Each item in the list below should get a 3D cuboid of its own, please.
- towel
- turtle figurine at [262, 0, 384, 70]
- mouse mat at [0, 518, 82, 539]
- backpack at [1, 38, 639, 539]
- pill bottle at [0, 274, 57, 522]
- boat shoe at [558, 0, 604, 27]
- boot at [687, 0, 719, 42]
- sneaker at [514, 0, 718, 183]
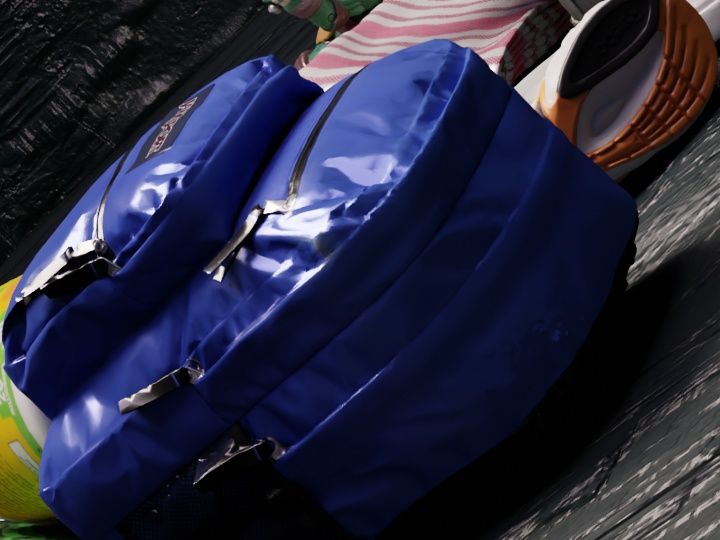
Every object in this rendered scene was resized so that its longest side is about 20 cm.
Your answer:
[{"bbox_3d":[0.059,-0.144,1.405,0.146,0.030,0.200,-5,26,36],"label":"towel"},{"bbox_3d":[-0.015,-0.168,1.623,0.201,0.100,0.150,-64,-11,19],"label":"turtle figurine"},{"bbox_3d":[-0.147,0.126,1.155,0.200,0.160,0.008,-161,71,-79],"label":"mouse mat"},{"bbox_3d":[-0.014,0.014,0.897,0.200,0.168,0.163,-35,21,36],"label":"backpack"},{"bbox_3d":[-0.143,0.058,1.195,0.111,0.111,0.200,-51,14,-28],"label":"pill bottle"},{"bbox_3d":[0.171,-0.192,1.249,0.200,0.068,0.072,-46,7,-6],"label":"boat shoe"},{"bbox_3d":[0.165,-0.179,1.116,0.200,0.096,0.074,-45,9,7],"label":"boot"},{"bbox_3d":[0.063,-0.031,1.065,0.200,0.076,0.092,-40,1,-8],"label":"sneaker"}]
